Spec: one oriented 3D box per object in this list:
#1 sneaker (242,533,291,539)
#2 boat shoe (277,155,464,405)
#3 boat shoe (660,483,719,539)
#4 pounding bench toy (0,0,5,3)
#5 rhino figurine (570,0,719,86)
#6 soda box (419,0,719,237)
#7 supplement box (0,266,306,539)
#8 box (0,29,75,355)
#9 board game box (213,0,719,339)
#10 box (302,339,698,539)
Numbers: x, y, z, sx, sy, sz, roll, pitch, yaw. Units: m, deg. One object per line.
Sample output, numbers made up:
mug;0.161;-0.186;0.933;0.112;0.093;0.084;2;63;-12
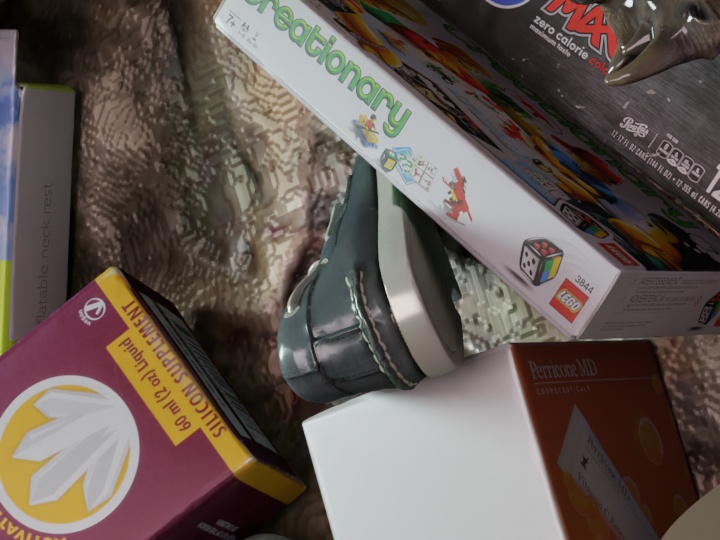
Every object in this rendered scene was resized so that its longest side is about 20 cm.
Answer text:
sneaker;-0.057;0.212;0.957;0.080;0.070;0.201;3;91;35
boat shoe;0.000;0.000;0.854;0.062;0.200;0.073;-25;105;7
boat shoe;0.198;0.076;0.800;0.200;0.063;0.071;-35;46;8
pounding bench toy;-0.209;-0.197;0.963;0.124;0.200;0.156;-28;90;27
rhino figurine;0.133;-0.125;0.793;0.087;0.200;0.060;3;134;39
soda box;0.098;-0.096;0.868;0.200;0.063;0.071;41;109;26
supplement box;-0.140;0.108;0.961;0.200;0.086;0.110;-39;70;2
box;-0.198;-0.014;1.061;0.122;0.048;0.201;5;93;32
board game box;0.049;-0.047;0.861;0.200;0.126;0.035;42;111;25
box;0.073;0.135;0.844;0.097;0.124;0.201;-22;78;30
